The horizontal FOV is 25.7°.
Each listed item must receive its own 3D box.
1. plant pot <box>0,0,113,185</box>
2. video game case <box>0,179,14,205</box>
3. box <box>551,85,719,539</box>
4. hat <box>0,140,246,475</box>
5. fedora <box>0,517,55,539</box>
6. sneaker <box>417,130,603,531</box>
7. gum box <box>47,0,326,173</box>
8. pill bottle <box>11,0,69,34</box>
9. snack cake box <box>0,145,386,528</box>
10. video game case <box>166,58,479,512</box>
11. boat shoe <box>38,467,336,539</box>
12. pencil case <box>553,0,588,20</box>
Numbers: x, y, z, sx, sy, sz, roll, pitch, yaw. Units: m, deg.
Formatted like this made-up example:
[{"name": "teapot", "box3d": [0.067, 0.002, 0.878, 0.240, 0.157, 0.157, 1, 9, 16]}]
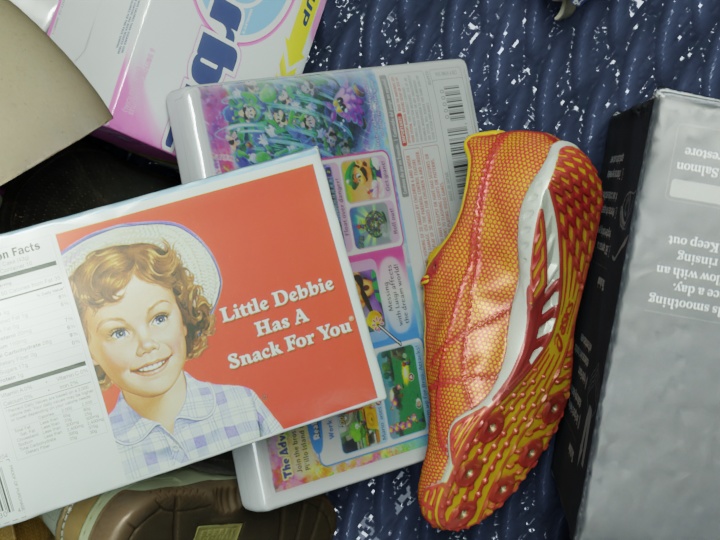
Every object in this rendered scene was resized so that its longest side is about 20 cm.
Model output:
[{"name": "plant pot", "box3d": [-0.223, -0.071, 0.656, 0.200, 0.200, 0.135, -28, 100, 6]}, {"name": "video game case", "box3d": [-0.241, 0.016, 0.860, 0.200, 0.036, 0.181, -8, 93, 5]}, {"name": "box", "box3d": [0.165, 0.027, 0.745, 0.117, 0.197, 0.200, 10, 94, 4]}, {"name": "hat", "box3d": [-0.113, 0.035, 0.795, 0.081, 0.201, 0.201, -40, 89, 31]}, {"name": "fedora", "box3d": [-0.198, 0.114, 0.788, 0.200, 0.082, 0.201, 17, 114, 42]}, {"name": "sneaker", "box3d": [0.063, 0.030, 0.781, 0.077, 0.073, 0.200, 17, 93, 43]}, {"name": "gum box", "box3d": [-0.075, -0.152, 0.782, 0.066, 0.113, 0.200, 15, 86, 39]}, {"name": "pill bottle", "box3d": [-0.229, -0.172, 0.812, 0.200, 0.114, 0.114, 33, 95, 3]}, {"name": "snack cake box", "box3d": [-0.102, 0.030, 0.671, 0.200, 0.067, 0.115, -16, 92, -19]}, {"name": "video game case", "box3d": [0.000, 0.000, 0.786, 0.182, 0.024, 0.200, -12, 92, -39]}, {"name": "boat shoe", "box3d": [-0.085, 0.118, 0.787, 0.076, 0.200, 0.072, 23, 88, 31]}, {"name": "pencil case", "box3d": [0.067, -0.223, 0.800, 0.200, 0.078, 0.089, 46, 112, 2]}]
